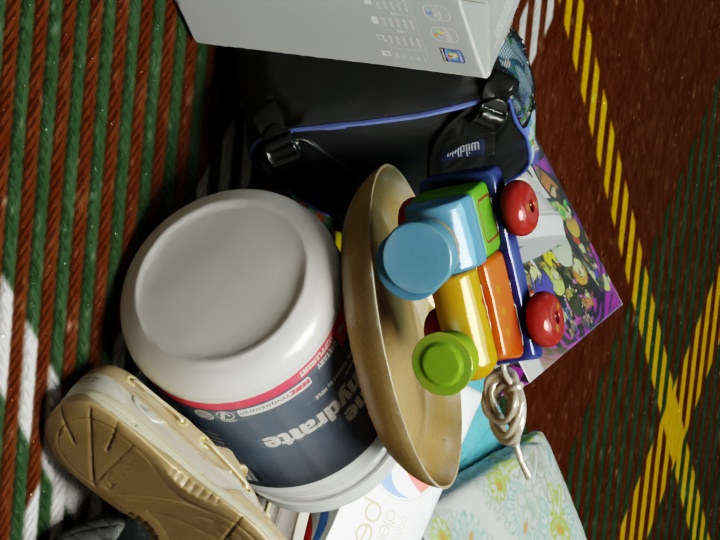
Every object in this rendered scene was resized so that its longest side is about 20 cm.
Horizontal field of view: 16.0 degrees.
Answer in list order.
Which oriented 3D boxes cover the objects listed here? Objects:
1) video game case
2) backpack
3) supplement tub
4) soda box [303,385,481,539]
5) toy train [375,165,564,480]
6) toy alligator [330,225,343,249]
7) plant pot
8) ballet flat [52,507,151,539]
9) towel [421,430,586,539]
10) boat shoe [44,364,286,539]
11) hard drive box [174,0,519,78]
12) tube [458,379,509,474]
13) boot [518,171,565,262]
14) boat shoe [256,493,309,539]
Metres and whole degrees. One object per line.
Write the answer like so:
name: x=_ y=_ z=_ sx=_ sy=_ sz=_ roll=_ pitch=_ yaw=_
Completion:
video game case: x=0.114 y=-0.018 z=1.961 sx=0.182 sy=0.036 sz=0.200 roll=63 pitch=31 yaw=-3
backpack: x=0.024 y=-0.119 z=1.655 sx=0.200 sy=0.182 sz=0.148 roll=49 pitch=33 yaw=-69
supplement tub: x=-0.053 y=0.054 z=1.590 sx=0.141 sy=0.140 sz=0.200 roll=-70 pitch=153 yaw=-23
soda box: x=0.005 y=0.157 z=1.720 sx=0.068 sy=0.064 sz=0.201 roll=28 pitch=80 yaw=-23
toy train: x=0.067 y=0.048 z=1.522 sx=0.116 sy=0.084 sz=0.201 roll=-36 pitch=115 yaw=-64
toy alligator: x=0.000 y=0.000 z=1.803 sx=0.054 sy=0.059 sz=0.201 roll=175 pitch=-72 yaw=-73
plant pot: x=0.023 y=0.036 z=1.563 sx=0.200 sy=0.027 sz=0.201 roll=-10 pitch=90 yaw=-77
ballet flat: x=-0.130 y=0.166 z=1.562 sx=0.200 sy=0.057 sz=0.067 roll=-30 pitch=125 yaw=-60
towel: x=0.106 y=0.224 z=1.826 sx=0.200 sy=0.048 sz=0.172 roll=-25 pitch=99 yaw=-52
boat shoe: x=-0.096 y=0.131 z=1.517 sx=0.200 sy=0.074 sz=0.069 roll=46 pitch=32 yaw=-14
hard drive box: x=0.003 y=-0.208 z=1.549 sx=0.077 sy=0.199 sz=0.156 roll=65 pitch=40 yaw=-51
tube: x=0.068 y=0.094 z=1.833 sx=0.077 sy=0.050 sz=0.200 roll=-42 pitch=140 yaw=-18
boot: x=0.077 y=-0.054 z=1.840 sx=0.096 sy=0.073 sz=0.200 roll=63 pitch=20 yaw=11
boat shoe: x=-0.067 y=0.162 z=1.697 sx=0.072 sy=0.059 sz=0.201 roll=-24 pitch=-138 yaw=65
